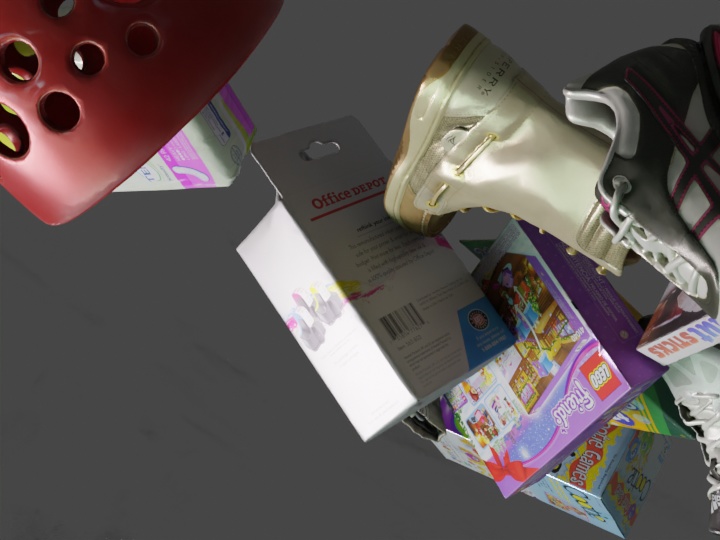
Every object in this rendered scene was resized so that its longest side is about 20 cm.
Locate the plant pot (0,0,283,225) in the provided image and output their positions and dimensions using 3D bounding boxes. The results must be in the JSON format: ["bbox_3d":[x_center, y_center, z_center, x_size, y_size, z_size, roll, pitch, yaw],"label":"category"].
[{"bbox_3d":[-0.174,-0.156,0.662,0.183,0.200,0.200,45,160,-18],"label":"plant pot"}]

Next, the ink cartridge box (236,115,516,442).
[{"bbox_3d":[0.000,0.000,0.786,0.200,0.115,0.068,56,133,10],"label":"ink cartridge box"}]

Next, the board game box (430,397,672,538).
[{"bbox_3d":[0.168,0.147,1.064,0.200,0.103,0.105,20,159,35],"label":"board game box"}]

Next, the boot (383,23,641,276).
[{"bbox_3d":[0.100,-0.046,0.692,0.155,0.073,0.200,32,156,9],"label":"boot"}]

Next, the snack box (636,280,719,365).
[{"bbox_3d":[0.213,0.001,0.631,0.024,0.072,0.200,32,163,0],"label":"snack box"}]

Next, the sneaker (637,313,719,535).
[{"bbox_3d":[0.261,0.122,0.809,0.200,0.115,0.076,35,163,-10],"label":"sneaker"}]

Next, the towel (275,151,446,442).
[{"bbox_3d":[-0.004,0.020,0.911,0.035,0.200,0.193,-29,130,20],"label":"towel"}]

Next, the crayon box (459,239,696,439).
[{"bbox_3d":[0.166,0.053,0.894,0.200,0.052,0.126,40,161,-25],"label":"crayon box"}]

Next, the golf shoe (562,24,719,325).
[{"bbox_3d":[0.149,-0.014,0.495,0.088,0.200,0.077,-10,146,3],"label":"golf shoe"}]

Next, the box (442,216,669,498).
[{"bbox_3d":[0.119,0.063,0.819,0.137,0.039,0.200,59,149,19],"label":"box"}]

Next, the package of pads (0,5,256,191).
[{"bbox_3d":[-0.196,-0.128,0.882,0.200,0.068,0.155,0,145,24],"label":"package of pads"}]
